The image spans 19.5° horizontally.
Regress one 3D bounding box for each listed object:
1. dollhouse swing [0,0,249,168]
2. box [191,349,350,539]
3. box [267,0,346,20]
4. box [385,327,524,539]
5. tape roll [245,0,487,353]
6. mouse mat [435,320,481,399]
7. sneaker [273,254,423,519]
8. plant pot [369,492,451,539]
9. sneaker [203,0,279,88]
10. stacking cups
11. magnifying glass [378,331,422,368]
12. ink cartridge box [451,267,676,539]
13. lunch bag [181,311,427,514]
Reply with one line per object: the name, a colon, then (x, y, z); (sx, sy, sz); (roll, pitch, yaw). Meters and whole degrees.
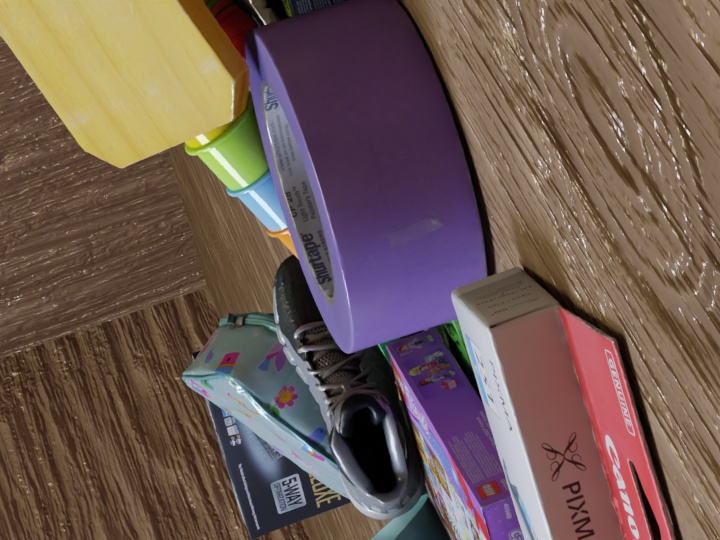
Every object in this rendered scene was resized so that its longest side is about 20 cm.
dollhouse swing: (-0.134, -0.196, 1.276); (0.176, 0.182, 0.200); (42, 146, -23)
box: (-0.049, 0.131, 1.839); (0.050, 0.158, 0.200); (-117, 11, -48)
box: (-0.037, -0.164, 1.432); (0.193, 0.047, 0.200); (-130, 23, -64)
box: (0.076, 0.144, 1.352); (0.200, 0.039, 0.137); (-121, 12, -57)
tape roll: (0.001, -0.058, 1.233); (0.200, 0.085, 0.200); (162, 90, -81)
mouse mat: (0.065, 0.057, 1.390); (0.161, 0.008, 0.200); (160, 90, -83)
sneaker: (-0.006, 0.073, 1.441); (0.115, 0.075, 0.200); (75, 171, -82)
plant pot: (0.034, 0.285, 1.491); (0.161, 0.201, 0.201); (45, 171, 2)
sneaker: (-0.110, -0.163, 1.381); (0.200, 0.085, 0.077); (51, 169, 9)
stacking cups: (-0.052, -0.058, 1.360); (0.200, 0.061, 0.061); (46, -176, -25)
magnifying glass: (0.000, 0.000, 1.454); (0.200, 0.022, 0.080); (56, -166, -8)
ink cartridge box: (0.109, 0.111, 1.046); (0.176, 0.045, 0.200); (-133, 25, -76)
lunch bag: (-0.037, 0.106, 1.616); (0.200, 0.077, 0.160); (38, 169, -15)
